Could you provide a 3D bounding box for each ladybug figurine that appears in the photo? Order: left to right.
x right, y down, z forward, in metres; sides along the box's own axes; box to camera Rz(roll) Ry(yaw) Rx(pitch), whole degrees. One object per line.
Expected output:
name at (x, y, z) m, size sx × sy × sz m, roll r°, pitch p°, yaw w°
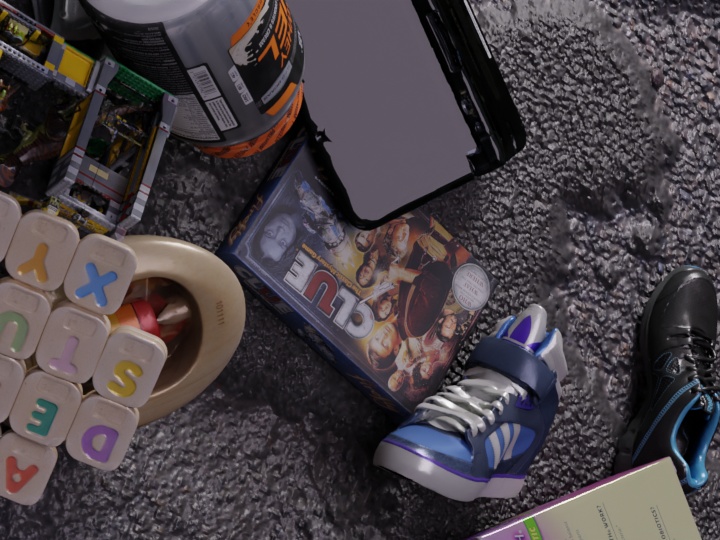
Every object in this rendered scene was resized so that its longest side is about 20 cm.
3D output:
ladybug figurine at (-0.176, 0.041, 1.411) m, size 0.198 × 0.072 × 0.137 m, roll -14°, pitch 113°, yaw -23°

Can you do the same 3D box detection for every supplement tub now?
supplement tub at (-0.109, -0.165, 1.416) m, size 0.200 × 0.121 × 0.123 m, roll 62°, pitch 46°, yaw -62°

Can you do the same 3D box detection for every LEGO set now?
LEGO set at (-0.220, -0.078, 1.361) m, size 0.199 × 0.153 × 0.117 m, roll 35°, pitch 53°, yaw -30°

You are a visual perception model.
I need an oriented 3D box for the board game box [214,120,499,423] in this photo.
board game box at (0.000, 0.000, 1.567) m, size 0.200 × 0.034 × 0.136 m, roll 42°, pitch 65°, yaw -22°

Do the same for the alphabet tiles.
alphabet tiles at (-0.229, 0.051, 1.337) m, size 0.198 × 0.015 × 0.197 m, roll 23°, pitch 110°, yaw -8°

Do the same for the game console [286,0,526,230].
game console at (0.025, -0.154, 1.586) m, size 0.201 × 0.116 × 0.176 m, roll 66°, pitch 18°, yaw -5°

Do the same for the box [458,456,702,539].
box at (0.171, 0.263, 1.596) m, size 0.199 × 0.097 × 0.177 m, roll -18°, pitch 83°, yaw -34°

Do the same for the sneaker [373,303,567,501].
sneaker at (0.088, 0.089, 1.543) m, size 0.200 × 0.080 × 0.148 m, roll 14°, pitch 96°, yaw -61°

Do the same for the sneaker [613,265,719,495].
sneaker at (0.269, 0.092, 1.705) m, size 0.073 × 0.082 × 0.202 m, roll 20°, pitch 73°, yaw -28°

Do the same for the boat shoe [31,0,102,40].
boat shoe at (-0.213, -0.257, 1.442) m, size 0.068 × 0.072 × 0.202 m, roll -14°, pitch 102°, yaw -36°
